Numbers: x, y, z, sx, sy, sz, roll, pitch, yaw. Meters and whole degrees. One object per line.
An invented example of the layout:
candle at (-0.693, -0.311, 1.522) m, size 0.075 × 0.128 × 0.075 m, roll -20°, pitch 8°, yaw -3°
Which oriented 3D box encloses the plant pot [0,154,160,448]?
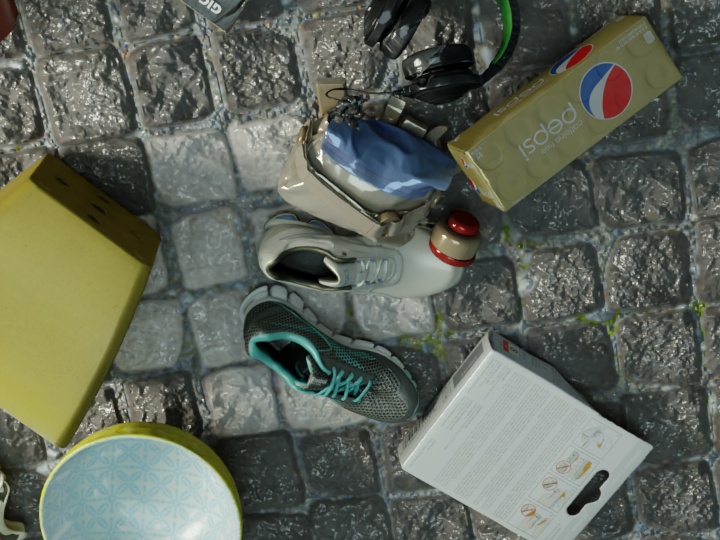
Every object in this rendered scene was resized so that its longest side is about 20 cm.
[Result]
plant pot at (-0.292, 0.010, 1.521) m, size 0.200 × 0.200 × 0.177 m, roll 37°, pitch 99°, yaw -11°

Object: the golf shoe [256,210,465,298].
golf shoe at (0.000, 0.000, 1.535) m, size 0.198 × 0.097 × 0.079 m, roll 4°, pitch 112°, yaw 1°

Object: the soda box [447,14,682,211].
soda box at (0.178, -0.139, 1.443) m, size 0.200 × 0.064 × 0.068 m, roll -37°, pitch 106°, yaw -5°

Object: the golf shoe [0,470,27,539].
golf shoe at (-0.407, 0.206, 1.679) m, size 0.088 × 0.077 × 0.201 m, roll -17°, pitch 114°, yaw -10°

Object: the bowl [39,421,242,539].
bowl at (-0.210, 0.225, 1.640) m, size 0.199 × 0.108 × 0.201 m, roll 2°, pitch 114°, yaw 4°

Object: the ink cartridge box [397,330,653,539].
ink cartridge box at (0.163, 0.172, 1.628) m, size 0.199 × 0.050 × 0.163 m, roll 30°, pitch 112°, yaw -17°

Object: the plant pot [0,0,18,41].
plant pot at (-0.397, -0.278, 1.408) m, size 0.199 × 0.201 × 0.196 m, roll -13°, pitch 120°, yaw 10°

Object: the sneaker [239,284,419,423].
sneaker at (-0.035, 0.098, 1.581) m, size 0.199 × 0.091 × 0.078 m, roll 30°, pitch 113°, yaw -8°

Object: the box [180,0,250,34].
box at (-0.151, -0.330, 1.434) m, size 0.200 × 0.049 × 0.160 m, roll 35°, pitch 109°, yaw -10°

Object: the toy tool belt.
toy tool belt at (0.034, -0.090, 1.481) m, size 0.199 × 0.125 × 0.123 m, roll 22°, pitch 121°, yaw -6°

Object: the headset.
headset at (0.052, -0.195, 1.421) m, size 0.200 × 0.094 × 0.124 m, roll -40°, pitch 93°, yaw -10°
